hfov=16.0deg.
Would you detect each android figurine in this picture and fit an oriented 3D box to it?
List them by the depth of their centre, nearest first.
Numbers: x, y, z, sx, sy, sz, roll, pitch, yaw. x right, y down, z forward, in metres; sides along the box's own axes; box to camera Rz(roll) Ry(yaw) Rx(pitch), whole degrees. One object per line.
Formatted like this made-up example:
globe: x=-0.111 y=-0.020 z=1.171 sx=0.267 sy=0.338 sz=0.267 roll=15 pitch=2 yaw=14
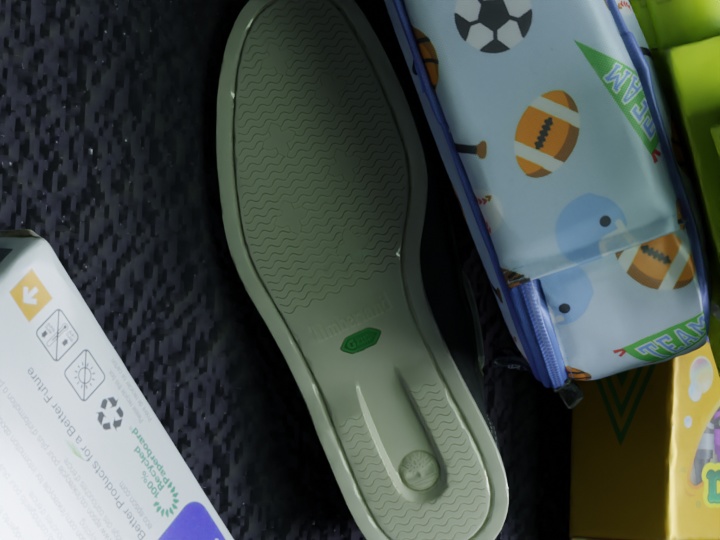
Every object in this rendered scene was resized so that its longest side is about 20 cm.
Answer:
android figurine: x=0.128 y=-0.017 z=0.835 sx=0.182 sy=0.041 sz=0.201 roll=-60 pitch=134 yaw=-86

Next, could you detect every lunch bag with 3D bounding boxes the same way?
lunch bag: x=0.058 y=-0.054 z=0.851 sx=0.160 sy=0.075 sz=0.201 roll=-57 pitch=129 yaw=-87

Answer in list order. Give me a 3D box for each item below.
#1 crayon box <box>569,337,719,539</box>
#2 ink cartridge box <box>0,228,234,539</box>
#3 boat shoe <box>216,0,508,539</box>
crayon box: x=0.139 y=0.036 z=0.972 sx=0.125 sy=0.051 sz=0.201 roll=6 pitch=85 yaw=-45
ink cartridge box: x=-0.113 y=0.126 z=0.744 sx=0.200 sy=0.043 sz=0.198 roll=-50 pitch=122 yaw=-37
boat shoe: x=0.000 y=0.000 z=0.864 sx=0.068 sy=0.072 sz=0.201 roll=-45 pitch=119 yaw=-80
